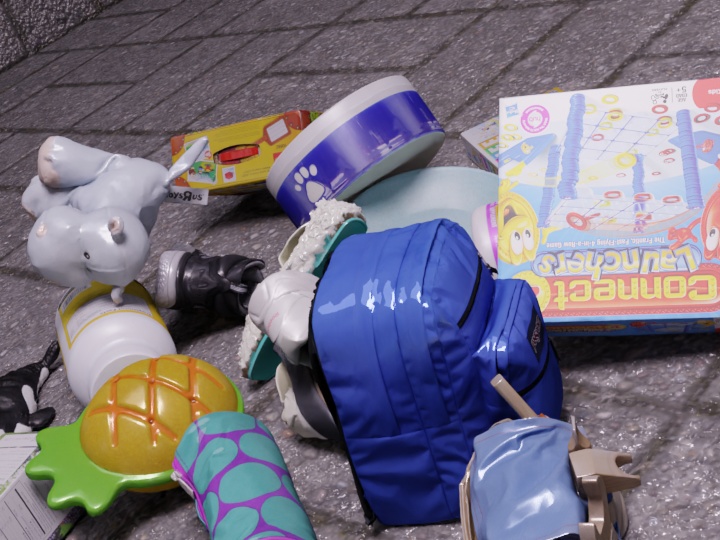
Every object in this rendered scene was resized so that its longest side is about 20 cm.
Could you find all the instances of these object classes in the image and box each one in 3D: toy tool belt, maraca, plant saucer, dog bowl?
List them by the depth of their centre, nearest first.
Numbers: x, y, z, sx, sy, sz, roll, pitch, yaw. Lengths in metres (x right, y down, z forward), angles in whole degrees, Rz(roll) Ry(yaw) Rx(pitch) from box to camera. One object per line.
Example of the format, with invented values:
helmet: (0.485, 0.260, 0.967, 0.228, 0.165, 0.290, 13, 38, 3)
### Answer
toy tool belt: (0.120, 0.159, 0.725, 0.124, 0.124, 0.201, -22, 27, 5)
maraca: (-0.196, 0.145, 1.020, 0.199, 0.108, 0.137, -28, 42, -28)
plant saucer: (0.077, -0.038, 1.191, 0.198, 0.039, 0.202, -7, 36, 5)
dog bowl: (-0.004, -0.122, 1.286, 0.199, 0.079, 0.200, -36, -9, -6)

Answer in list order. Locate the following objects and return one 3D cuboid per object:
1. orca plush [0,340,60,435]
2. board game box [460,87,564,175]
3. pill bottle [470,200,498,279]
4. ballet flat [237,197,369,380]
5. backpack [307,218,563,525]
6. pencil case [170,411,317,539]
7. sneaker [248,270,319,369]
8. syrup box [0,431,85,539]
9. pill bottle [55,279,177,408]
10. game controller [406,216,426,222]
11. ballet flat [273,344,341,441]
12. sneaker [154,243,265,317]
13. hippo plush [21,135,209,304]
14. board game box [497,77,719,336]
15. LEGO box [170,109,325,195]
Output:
orca plush: (-0.383, 0.133, 1.248, 0.104, 0.072, 0.201, -10, 29, 26)
board game box: (0.208, -0.142, 1.310, 0.133, 0.034, 0.200, -26, 26, -3)
pill bottle: (0.206, -0.033, 1.031, 0.198, 0.105, 0.105, -17, 27, 14)
ballet flat: (-0.065, 0.015, 1.139, 0.201, 0.072, 0.072, -55, 30, -1)
backpack: (0.057, 0.061, 0.871, 0.166, 0.202, 0.163, -14, 27, 18)
pencil case: (-0.089, 0.190, 0.887, 0.091, 0.086, 0.200, -12, 23, -14)
sneaker: (0.002, 0.065, 0.998, 0.198, 0.078, 0.100, 6, 35, -30)
syrup box: (-0.328, 0.235, 1.005, 0.078, 0.082, 0.200, -8, 31, 33)
pill bottle: (-0.250, 0.084, 1.185, 0.111, 0.113, 0.200, -28, 27, -9)
game controller: (0.000, 0.000, 1.228, 0.103, 0.042, 0.200, 15, 44, 31)
ballet flat: (-0.042, 0.107, 1.033, 0.072, 0.074, 0.200, -24, 32, -2)
sneaker: (-0.163, 0.015, 1.289, 0.112, 0.077, 0.200, 8, 3, -1)
hippo plush: (-0.260, -0.033, 1.190, 0.197, 0.160, 0.162, 2, 43, -5)
board game box: (0.213, -0.049, 0.945, 0.198, 0.056, 0.198, -3, 74, 19)
LEGO box: (-0.117, -0.147, 1.469, 0.198, 0.078, 0.148, -7, 0, 30)
